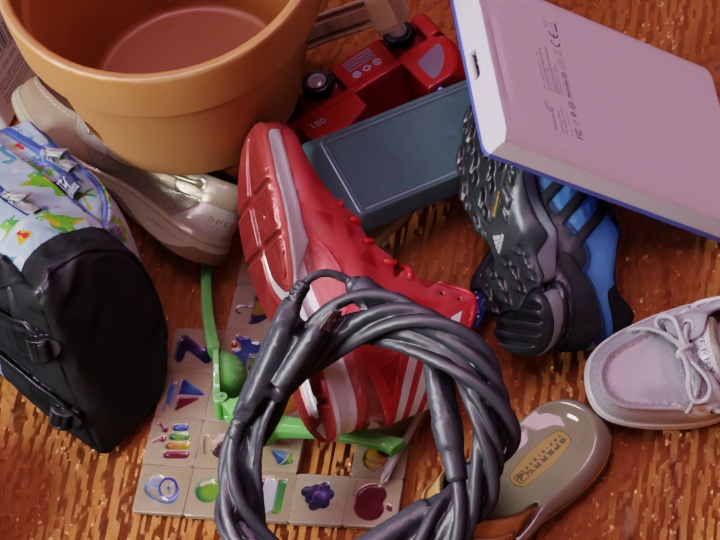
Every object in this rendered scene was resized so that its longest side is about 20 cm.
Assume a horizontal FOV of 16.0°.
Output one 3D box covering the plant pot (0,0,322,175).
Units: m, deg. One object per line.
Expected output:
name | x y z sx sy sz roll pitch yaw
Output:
plant pot | -0.113 -0.152 1.579 0.200 0.140 0.200 -4 55 6

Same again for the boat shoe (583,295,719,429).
boat shoe | 0.231 0.045 1.502 0.202 0.065 0.074 -8 72 3

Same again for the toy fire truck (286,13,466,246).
toy fire truck | 0.002 -0.069 1.645 0.200 0.049 0.141 -32 54 -12

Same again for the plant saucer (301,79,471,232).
plant saucer | 0.064 -0.088 1.622 0.200 0.019 0.070 -23 73 -22

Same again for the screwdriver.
screwdriver | 0.058 0.046 1.570 0.028 0.029 0.200 19 59 24

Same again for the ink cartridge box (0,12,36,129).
ink cartridge box | -0.271 -0.215 1.719 0.084 0.200 0.146 14 61 22

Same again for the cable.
cable | 0.000 0.109 1.460 0.163 0.051 0.200 25 99 11

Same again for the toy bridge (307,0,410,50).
toy bridge | -0.057 -0.141 1.693 0.200 0.027 0.067 -23 14 22

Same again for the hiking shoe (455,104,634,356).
hiking shoe | 0.115 -0.038 1.577 0.087 0.074 0.200 7 68 -32

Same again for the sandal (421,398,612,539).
sandal | 0.069 0.143 1.491 0.080 0.054 0.200 35 71 30

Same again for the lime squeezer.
lime squeezer | -0.064 0.065 1.574 0.071 0.038 0.200 -43 54 -8

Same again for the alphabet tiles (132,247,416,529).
alphabet tiles | -0.043 0.068 1.596 0.167 0.008 0.200 2 57 15

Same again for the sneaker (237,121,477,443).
sneaker | 0.000 0.000 1.550 0.115 0.078 0.200 -10 79 -21

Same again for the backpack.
backpack | -0.210 -0.006 1.606 0.200 0.163 0.154 22 56 33

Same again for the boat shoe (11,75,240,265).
boat shoe | -0.147 -0.080 1.665 0.200 0.072 0.065 39 109 31

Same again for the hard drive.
hard drive | 0.147 -0.098 1.565 0.025 0.200 0.132 -41 44 37
